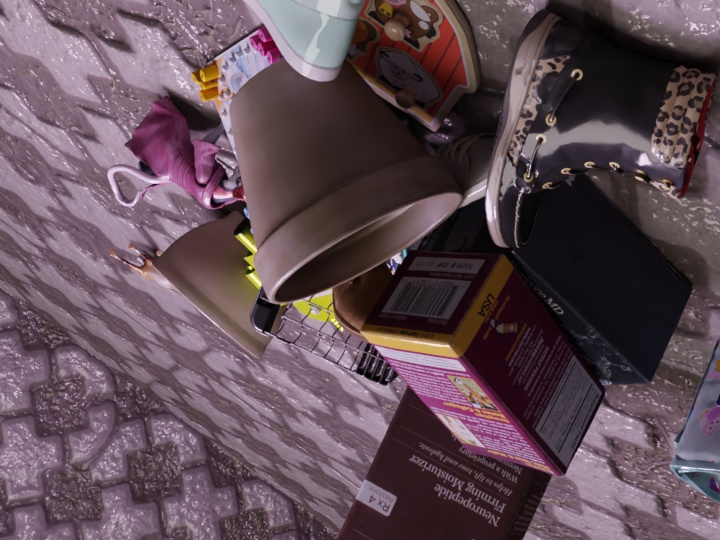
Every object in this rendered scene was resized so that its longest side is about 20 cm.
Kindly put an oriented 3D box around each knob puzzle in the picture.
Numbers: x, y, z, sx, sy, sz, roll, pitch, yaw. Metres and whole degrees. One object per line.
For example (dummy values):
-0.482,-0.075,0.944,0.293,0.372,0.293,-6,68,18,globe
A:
0.018,-0.209,0.898,0.217,0.031,0.221,29,157,13,knob puzzle

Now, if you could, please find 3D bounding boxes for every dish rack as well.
-0.020,0.034,1.175,0.197,0.156,0.055,23,-175,4,dish rack

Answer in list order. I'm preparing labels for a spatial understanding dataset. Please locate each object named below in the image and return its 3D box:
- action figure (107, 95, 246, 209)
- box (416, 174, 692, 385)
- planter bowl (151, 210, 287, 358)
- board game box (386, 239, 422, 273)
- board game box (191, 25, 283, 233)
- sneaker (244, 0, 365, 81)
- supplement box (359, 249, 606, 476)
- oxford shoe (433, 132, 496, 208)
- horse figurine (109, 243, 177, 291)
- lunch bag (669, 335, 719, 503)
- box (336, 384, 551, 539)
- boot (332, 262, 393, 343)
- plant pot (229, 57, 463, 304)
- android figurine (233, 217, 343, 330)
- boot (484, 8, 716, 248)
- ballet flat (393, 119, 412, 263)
-0.209,-0.126,1.244,0.199,0.149,0.135,35,157,34,action figure
0.179,0.012,1.012,0.196,0.118,0.199,41,156,-17,box
-0.173,0.005,1.424,0.199,0.135,0.200,40,176,4,planter bowl
0.000,-0.044,1.235,0.199,0.047,0.151,38,158,-10,board game box
-0.100,-0.140,1.083,0.199,0.026,0.203,-7,105,59,board game box
-0.056,-0.267,0.838,0.201,0.073,0.119,52,132,21,sneaker
0.116,0.084,0.951,0.130,0.104,0.200,4,142,51,supplement box
0.102,-0.098,0.962,0.058,0.075,0.199,58,154,-6,oxford shoe
-0.339,-0.001,1.778,0.197,0.051,0.133,12,162,31,horse figurine
0.390,0.138,0.901,0.197,0.172,0.123,19,156,25,lunch bag
0.098,0.253,1.118,0.164,0.203,0.164,24,173,19,box
0.000,0.000,1.041,0.201,0.072,0.077,-120,21,-53,boot
-0.030,-0.094,0.923,0.176,0.197,0.200,63,160,10,plant pot
-0.067,0.005,1.289,0.180,0.041,0.200,-12,129,47,android figurine
0.182,-0.088,0.801,0.148,0.073,0.203,20,123,21,boot
0.024,-0.087,1.082,0.071,0.072,0.202,24,148,20,ballet flat
